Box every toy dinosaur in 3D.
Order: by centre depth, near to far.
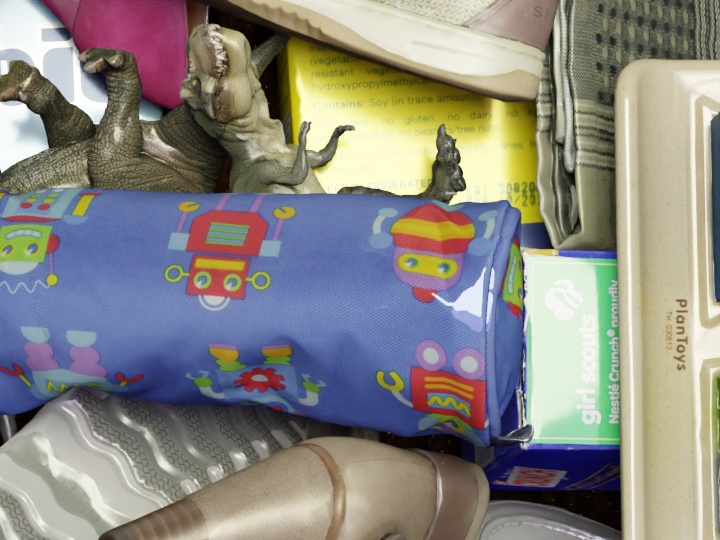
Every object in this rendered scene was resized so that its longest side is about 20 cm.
[{"bbox_3d":[0.000,0.000,0.782,0.088,0.047,0.201,-15,100,11],"label":"toy dinosaur"},{"bbox_3d":[-0.106,-0.027,0.822,0.200,0.077,0.102,-40,130,-8],"label":"toy dinosaur"}]

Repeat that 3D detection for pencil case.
[{"bbox_3d":[-0.038,0.015,0.732,0.199,0.087,0.078,3,58,11],"label":"pencil case"}]

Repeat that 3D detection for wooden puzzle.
[{"bbox_3d":[0.185,0.018,0.732,0.199,0.046,0.186,0,83,-5],"label":"wooden puzzle"}]

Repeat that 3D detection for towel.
[{"bbox_3d":[0.116,-0.099,0.852,0.034,0.200,0.194,-3,86,34],"label":"towel"}]

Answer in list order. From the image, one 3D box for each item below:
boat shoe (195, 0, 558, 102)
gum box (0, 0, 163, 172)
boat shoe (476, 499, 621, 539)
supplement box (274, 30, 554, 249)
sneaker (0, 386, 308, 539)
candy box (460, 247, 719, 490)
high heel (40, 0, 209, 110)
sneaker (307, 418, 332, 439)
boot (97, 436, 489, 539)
[{"bbox_3d":[-0.024,-0.117,0.767,0.199,0.072,0.065,21,91,8],"label":"boat shoe"},{"bbox_3d":[-0.164,-0.078,0.882,0.169,0.045,0.201,-3,86,-5],"label":"gum box"},{"bbox_3d":[0.125,0.145,0.864,0.200,0.069,0.072,33,61,2],"label":"boat shoe"},{"bbox_3d":[0.021,-0.096,0.866,0.108,0.110,0.201,-3,86,-5],"label":"supplement box"},{"bbox_3d":[-0.106,0.084,0.805,0.200,0.082,0.075,-27,79,-37],"label":"sneaker"},{"bbox_3d":[0.144,0.043,0.835,0.199,0.169,0.077,0,80,-5],"label":"candy box"},{"bbox_3d":[-0.052,-0.156,0.811,0.096,0.067,0.200,40,110,6],"label":"high heel"},{"bbox_3d":[-0.015,0.121,0.858,0.073,0.085,0.201,-29,87,-5],"label":"sneaker"},{"bbox_3d":[-0.037,0.139,0.771,0.146,0.200,0.070,-4,47,-32],"label":"boot"}]
